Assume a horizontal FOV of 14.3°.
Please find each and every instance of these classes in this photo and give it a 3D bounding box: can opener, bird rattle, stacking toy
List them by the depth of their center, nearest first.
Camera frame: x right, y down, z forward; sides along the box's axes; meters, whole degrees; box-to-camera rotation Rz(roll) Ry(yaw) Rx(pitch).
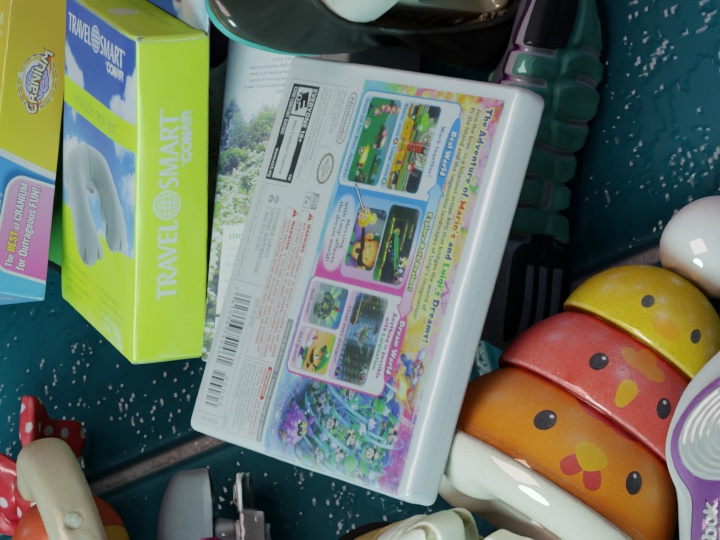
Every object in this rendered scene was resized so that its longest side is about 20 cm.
[{"bbox_3d":[0.128,0.046,1.407,0.146,0.146,0.200,26,79,32],"label":"stacking toy"},{"bbox_3d":[-0.072,0.204,1.517,0.067,0.053,0.201,-2,78,2],"label":"can opener"},{"bbox_3d":[-0.149,0.151,1.527,0.112,0.163,0.201,-7,68,-12],"label":"bird rattle"}]

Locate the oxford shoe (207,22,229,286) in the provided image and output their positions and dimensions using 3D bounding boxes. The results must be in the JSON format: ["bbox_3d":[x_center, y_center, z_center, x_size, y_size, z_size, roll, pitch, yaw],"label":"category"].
[{"bbox_3d":[-0.085,-0.083,1.573,0.071,0.074,0.201,2,83,27],"label":"oxford shoe"}]

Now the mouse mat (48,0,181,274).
[{"bbox_3d":[-0.166,-0.106,1.668,0.161,0.008,0.201,26,94,32],"label":"mouse mat"}]

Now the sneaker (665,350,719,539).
[{"bbox_3d":[0.187,0.120,1.359,0.075,0.100,0.201,9,82,34],"label":"sneaker"}]

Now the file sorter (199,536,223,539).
[{"bbox_3d":[-0.047,0.230,1.393,0.200,0.125,0.139,20,99,31],"label":"file sorter"}]

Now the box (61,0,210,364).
[{"bbox_3d":[-0.120,-0.064,1.540,0.122,0.047,0.201,-145,53,-61],"label":"box"}]

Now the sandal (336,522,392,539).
[{"bbox_3d":[0.058,0.168,1.438,0.200,0.075,0.045,24,135,35],"label":"sandal"}]

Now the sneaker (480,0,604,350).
[{"bbox_3d":[0.066,-0.062,1.482,0.087,0.074,0.201,7,85,37],"label":"sneaker"}]

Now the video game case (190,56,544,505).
[{"bbox_3d":[0.000,0.000,1.409,0.182,0.024,0.201,13,87,51],"label":"video game case"}]

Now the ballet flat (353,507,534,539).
[{"bbox_3d":[0.059,0.145,1.376,0.200,0.069,0.063,18,125,44],"label":"ballet flat"}]

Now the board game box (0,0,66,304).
[{"bbox_3d":[-0.221,-0.079,1.634,0.153,0.040,0.201,-8,75,56],"label":"board game box"}]

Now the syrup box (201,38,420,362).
[{"bbox_3d":[-0.024,-0.044,1.526,0.079,0.081,0.201,-1,78,31],"label":"syrup box"}]

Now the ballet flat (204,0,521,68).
[{"bbox_3d":[0.011,-0.146,1.453,0.068,0.200,0.068,-41,63,37],"label":"ballet flat"}]
